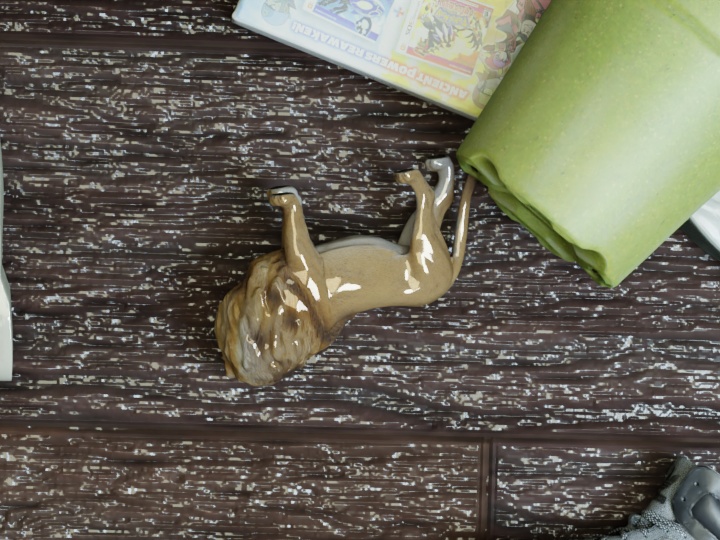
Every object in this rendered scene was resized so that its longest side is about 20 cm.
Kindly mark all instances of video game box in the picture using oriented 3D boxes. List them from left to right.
[{"bbox_3d":[0.040,-0.209,1.738,0.199,0.047,0.183,22,88,-4],"label":"video game box"}]

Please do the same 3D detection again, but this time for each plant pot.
[{"bbox_3d":[0.164,-0.099,1.667,0.200,0.200,0.184,41,86,-3],"label":"plant pot"}]

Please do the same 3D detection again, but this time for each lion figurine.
[{"bbox_3d":[0.000,0.000,1.728,0.199,0.072,0.123,-11,99,-8],"label":"lion figurine"}]

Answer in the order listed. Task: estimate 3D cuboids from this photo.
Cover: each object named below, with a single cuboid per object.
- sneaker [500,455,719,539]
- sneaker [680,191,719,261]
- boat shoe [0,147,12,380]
[{"bbox_3d":[0.178,0.172,1.742,0.199,0.075,0.115,12,89,-10],"label":"sneaker"},{"bbox_3d":[0.283,-0.006,1.746,0.080,0.070,0.201,-41,93,-5],"label":"sneaker"},{"bbox_3d":[-0.255,-0.028,1.711,0.059,0.072,0.202,-3,97,-7],"label":"boat shoe"}]
